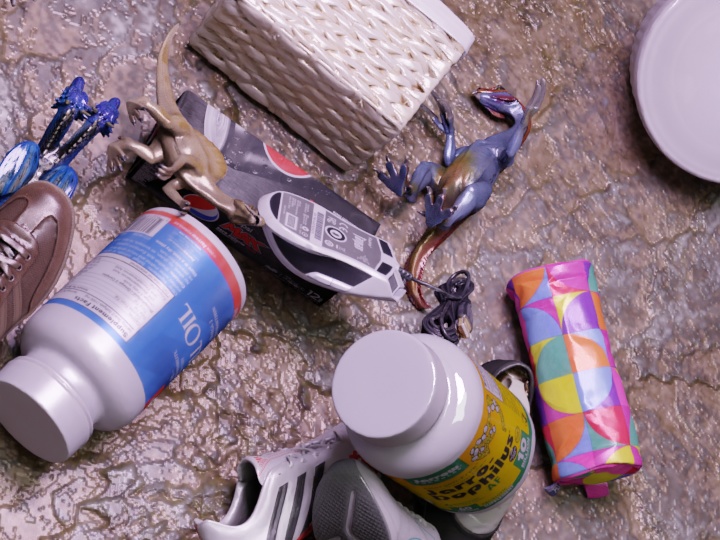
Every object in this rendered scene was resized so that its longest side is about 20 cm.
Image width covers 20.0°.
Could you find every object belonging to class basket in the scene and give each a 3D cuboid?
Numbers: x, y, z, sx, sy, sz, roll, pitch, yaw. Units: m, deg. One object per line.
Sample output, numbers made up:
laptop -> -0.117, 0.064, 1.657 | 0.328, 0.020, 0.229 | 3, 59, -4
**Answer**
basket -> -0.030, -0.196, 1.727 | 0.200, 0.136, 0.123 | 39, 63, -9

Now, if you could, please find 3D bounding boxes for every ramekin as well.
ramekin -> 0.342, -0.185, 1.890 | 0.202, 0.094, 0.203 | -2, 106, -7

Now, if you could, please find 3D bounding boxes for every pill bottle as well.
pill bottle -> 0.055, 0.114, 1.575 | 0.200, 0.113, 0.113 | 41, 45, -60
pill bottle -> -0.188, 0.052, 1.563 | 0.112, 0.112, 0.200 | 46, 59, -5

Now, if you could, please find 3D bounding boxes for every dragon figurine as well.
dragon figurine -> -0.257, -0.062, 1.577 | 0.059, 0.099, 0.200 | 36, 59, -10

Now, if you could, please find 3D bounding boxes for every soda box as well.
soda box -> -0.087, -0.058, 1.684 | 0.200, 0.063, 0.071 | 35, 60, -12

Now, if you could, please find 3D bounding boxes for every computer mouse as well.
computer mouse -> 0.000, 0.000, 1.636 | 0.200, 0.044, 0.110 | 27, 29, -11

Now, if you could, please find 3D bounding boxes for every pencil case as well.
pencil case -> 0.183, 0.092, 1.757 | 0.088, 0.088, 0.200 | -2, 73, -28

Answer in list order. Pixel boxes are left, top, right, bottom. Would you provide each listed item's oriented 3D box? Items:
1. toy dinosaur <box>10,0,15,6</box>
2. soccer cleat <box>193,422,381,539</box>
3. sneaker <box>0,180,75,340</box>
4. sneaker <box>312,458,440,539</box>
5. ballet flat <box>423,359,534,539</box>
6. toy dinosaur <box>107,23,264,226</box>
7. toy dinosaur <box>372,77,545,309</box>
toy dinosaur -> -0.254, -0.321, 1.680 | 0.181, 0.105, 0.200 | 33, 46, -35
soccer cleat -> -0.051, 0.165, 1.614 | 0.200, 0.069, 0.085 | -46, 111, -27
sneaker -> -0.278, 0.021, 1.504 | 0.070, 0.076, 0.200 | 34, 86, 0
sneaker -> 0.021, 0.216, 1.608 | 0.080, 0.070, 0.201 | -58, 136, -43
ballet flat -> 0.101, 0.158, 1.695 | 0.068, 0.068, 0.200 | 26, 62, -21
toy dinosaur -> -0.149, -0.104, 1.608 | 0.101, 0.058, 0.200 | 0, 55, -49
toy dinosaur -> 0.089, -0.092, 1.801 | 0.105, 0.200, 0.181 | 27, 27, 26
